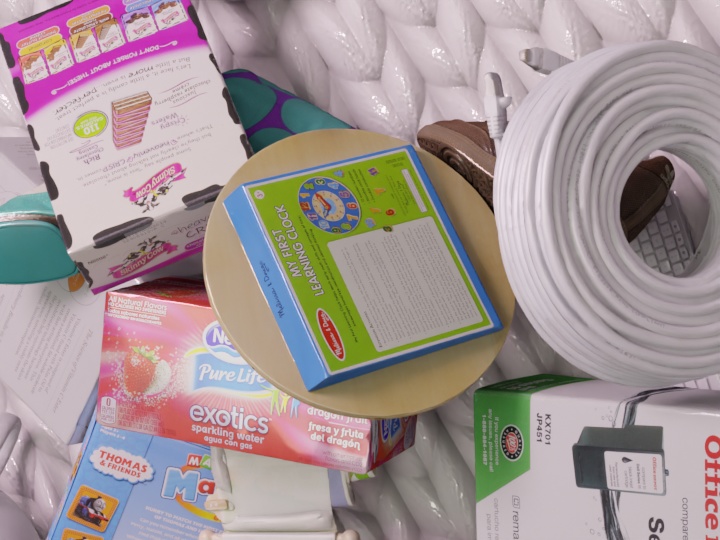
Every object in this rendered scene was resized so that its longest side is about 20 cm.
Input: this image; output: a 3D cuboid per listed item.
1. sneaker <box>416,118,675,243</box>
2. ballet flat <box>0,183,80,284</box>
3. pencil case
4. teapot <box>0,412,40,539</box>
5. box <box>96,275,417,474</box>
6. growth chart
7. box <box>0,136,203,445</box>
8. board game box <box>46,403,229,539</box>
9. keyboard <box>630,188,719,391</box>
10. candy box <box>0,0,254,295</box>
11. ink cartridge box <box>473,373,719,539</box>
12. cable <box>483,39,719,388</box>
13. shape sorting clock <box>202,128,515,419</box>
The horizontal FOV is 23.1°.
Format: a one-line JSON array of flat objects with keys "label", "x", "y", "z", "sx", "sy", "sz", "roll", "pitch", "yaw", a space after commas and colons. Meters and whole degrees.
[{"label": "sneaker", "x": 0.119, "y": -0.062, "z": 1.132, "sx": 0.200, "sy": 0.075, "sz": 0.071, "roll": 31, "pitch": 151, "yaw": 49}, {"label": "ballet flat", "x": -0.196, "y": -0.035, "z": 1.247, "sx": 0.199, "sy": 0.071, "sz": 0.067, "roll": -7, "pitch": 131, "yaw": 14}, {"label": "pencil case", "x": -0.035, "y": -0.063, "z": 1.222, "sx": 0.200, "sy": 0.092, "sz": 0.085, "roll": 33, "pitch": 146, "yaw": 31}, {"label": "teapot", "x": -0.338, "y": 0.238, "z": 1.450, "sx": 0.199, "sy": 0.146, "sz": 0.198, "roll": -18, "pitch": 110, "yaw": 16}, {"label": "box", "x": -0.065, "y": 0.066, "z": 1.175, "sx": 0.199, "sy": 0.100, "sz": 0.096, "roll": 9, "pitch": 99, "yaw": 20}, {"label": "growth chart", "x": -0.051, "y": 0.104, "z": 1.236, "sx": 0.144, "sy": 0.018, "sz": 0.201, "roll": 3, "pitch": 98, "yaw": 21}, {"label": "box", "x": -0.222, "y": 0.011, "z": 1.357, "sx": 0.200, "sy": 0.106, "sz": 0.153, "roll": 40, "pitch": 115, "yaw": 27}, {"label": "board game box", "x": -0.156, "y": 0.204, "z": 1.318, "sx": 0.151, "sy": 0.037, "sz": 0.200, "roll": 20, "pitch": 112, "yaw": -10}, {"label": "keyboard", "x": 0.204, "y": 0.051, "z": 1.106, "sx": 0.056, "sy": 0.011, "sz": 0.201, "roll": -21, "pitch": 82, "yaw": 36}, {"label": "candy box", "x": -0.153, "y": -0.099, "z": 1.189, "sx": 0.136, "sy": 0.061, "sz": 0.200, "roll": -22, "pitch": 59, "yaw": -2}, {"label": "ink cartridge box", "x": 0.172, "y": 0.145, "z": 1.083, "sx": 0.200, "sy": 0.083, "sz": 0.147, "roll": 1, "pitch": 94, "yaw": 43}, {"label": "cable", "x": 0.173, "y": -0.034, "z": 1.010, "sx": 0.069, "sy": 0.199, "sz": 0.201, "roll": 162, "pitch": 107, "yaw": -68}, {"label": "shape sorting clock", "x": 0.000, "y": 0.000, "z": 1.094, "sx": 0.200, "sy": 0.200, "sz": 0.039, "roll": 59, "pitch": 150, "yaw": 17}]
